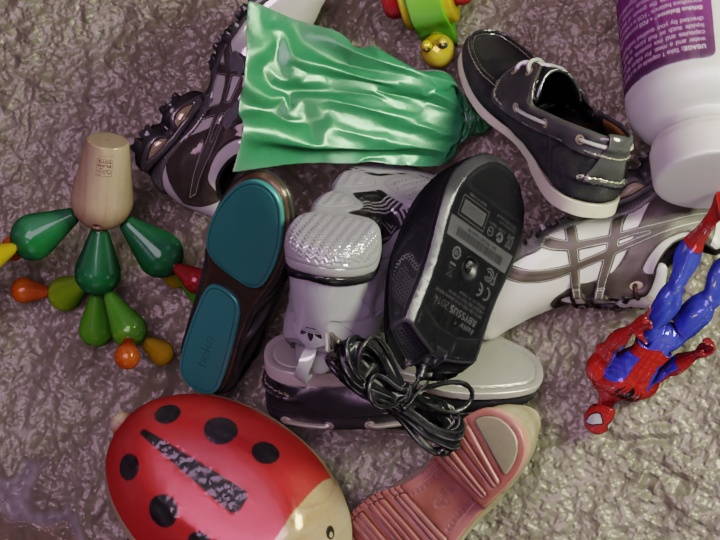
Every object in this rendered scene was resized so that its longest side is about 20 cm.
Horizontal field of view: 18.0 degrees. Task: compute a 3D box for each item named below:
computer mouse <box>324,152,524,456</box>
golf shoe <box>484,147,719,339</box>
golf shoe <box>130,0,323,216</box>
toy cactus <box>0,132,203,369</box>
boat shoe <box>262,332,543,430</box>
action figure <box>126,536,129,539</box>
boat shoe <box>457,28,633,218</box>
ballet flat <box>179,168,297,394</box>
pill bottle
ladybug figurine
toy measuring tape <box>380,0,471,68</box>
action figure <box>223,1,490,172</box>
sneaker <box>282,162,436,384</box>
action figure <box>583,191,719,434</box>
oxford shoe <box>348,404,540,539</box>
[{"bbox_3d":[0.046,0.011,1.536,0.053,0.138,0.201,6,66,45],"label":"computer mouse"},{"bbox_3d":[0.165,0.001,1.596,0.200,0.078,0.095,-36,78,6],"label":"golf shoe"},{"bbox_3d":[-0.074,-0.128,1.659,0.094,0.078,0.200,42,103,12],"label":"golf shoe"},{"bbox_3d":[-0.195,-0.016,1.645,0.199,0.102,0.166,11,115,7],"label":"toy cactus"},{"bbox_3d":[0.029,0.084,1.621,0.199,0.074,0.061,0,126,-3],"label":"boat shoe"},{"bbox_3d":[-0.127,0.284,1.625,0.130,0.069,0.200,-34,80,0],"label":"action figure"},{"bbox_3d":[0.131,-0.118,1.586,0.071,0.068,0.200,-6,38,-25],"label":"boat shoe"},{"bbox_3d":[-0.080,0.000,1.612,0.068,0.068,0.201,37,128,17],"label":"ballet flat"},{"bbox_3d":[0.233,-0.149,1.558,0.112,0.112,0.201,-6,64,11],"label":"pill bottle"},{"bbox_3d":[-0.098,0.157,1.590,0.199,0.072,0.136,30,78,15],"label":"ladybug figurine"},{"bbox_3d":[0.041,-0.246,1.657,0.073,0.074,0.201,-11,81,10],"label":"toy measuring tape"},{"bbox_3d":[0.003,-0.116,1.615,0.199,0.055,0.119,7,90,-23],"label":"action figure"},{"bbox_3d":[0.000,0.000,1.596,0.075,0.200,0.115,17,116,19],"label":"sneaker"},{"bbox_3d":[0.211,0.039,1.564,0.065,0.052,0.200,18,124,-25],"label":"action figure"},{"bbox_3d":[0.056,0.168,1.604,0.200,0.074,0.071,-41,79,24],"label":"oxford shoe"}]
